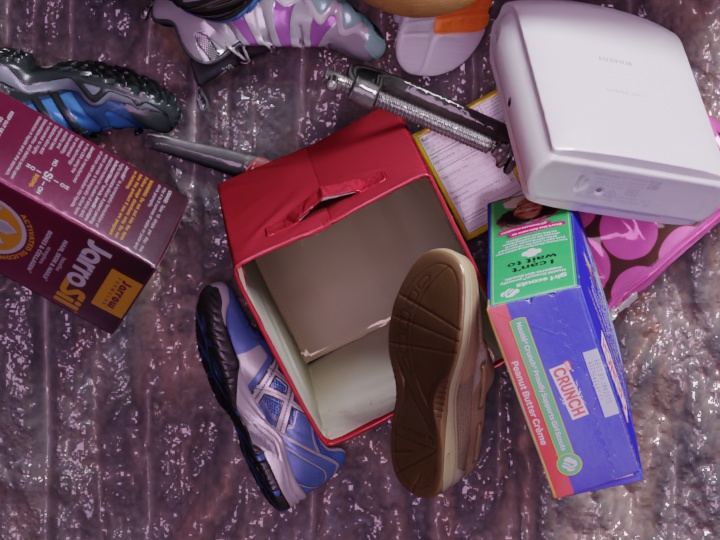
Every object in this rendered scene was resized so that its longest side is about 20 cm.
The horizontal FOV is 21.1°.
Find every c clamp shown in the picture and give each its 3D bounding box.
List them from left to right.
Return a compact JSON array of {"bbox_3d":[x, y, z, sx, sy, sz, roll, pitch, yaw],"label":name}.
[{"bbox_3d":[0.057,-0.120,1.540,0.199,0.171,0.027,21,104,-10],"label":"c clamp"}]

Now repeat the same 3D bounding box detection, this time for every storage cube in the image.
[{"bbox_3d":[0.000,0.000,1.549,0.170,0.180,0.201,-26,115,3],"label":"storage cube"}]

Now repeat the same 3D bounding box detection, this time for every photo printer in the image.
[{"bbox_3d":[0.191,-0.134,1.531,0.165,0.201,0.070,8,136,-19],"label":"photo printer"}]

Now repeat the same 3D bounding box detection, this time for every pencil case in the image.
[{"bbox_3d":[0.240,-0.040,1.613,0.200,0.091,0.094,-43,58,5],"label":"pencil case"}]

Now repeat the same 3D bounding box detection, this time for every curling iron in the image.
[{"bbox_3d":[-0.090,-0.076,1.640,0.199,0.026,0.050,22,94,-1],"label":"curling iron"}]

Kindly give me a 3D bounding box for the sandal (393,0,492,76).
[{"bbox_3d":[0.072,-0.265,1.607,0.079,0.059,0.208,7,104,-28],"label":"sandal"}]

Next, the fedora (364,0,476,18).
[{"bbox_3d":[0.052,-0.302,1.517,0.199,0.082,0.202,6,104,22],"label":"fedora"}]

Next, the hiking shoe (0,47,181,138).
[{"bbox_3d":[-0.247,-0.132,1.622,0.199,0.074,0.087,11,105,8],"label":"hiking shoe"}]

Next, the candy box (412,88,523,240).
[{"bbox_3d":[0.153,-0.117,1.636,0.199,0.026,0.103,-28,91,2],"label":"candy box"}]

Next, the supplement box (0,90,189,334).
[{"bbox_3d":[-0.256,-0.050,1.579,0.199,0.086,0.110,29,138,-9],"label":"supplement box"}]

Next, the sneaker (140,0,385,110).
[{"bbox_3d":[-0.089,-0.189,1.612,0.199,0.078,0.140,30,96,7],"label":"sneaker"}]

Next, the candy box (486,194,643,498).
[{"bbox_3d":[0.154,0.051,1.482,0.077,0.200,0.170,-16,112,9],"label":"candy box"}]

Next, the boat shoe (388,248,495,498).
[{"bbox_3d":[0.065,0.072,1.463,0.071,0.064,0.201,27,122,38],"label":"boat shoe"}]

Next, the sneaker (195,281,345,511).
[{"bbox_3d":[-0.080,0.099,1.641,0.077,0.076,0.201,-25,98,-15],"label":"sneaker"}]

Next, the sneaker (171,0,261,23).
[{"bbox_3d":[-0.081,-0.270,1.499,0.200,0.082,0.071,-49,66,28],"label":"sneaker"}]
